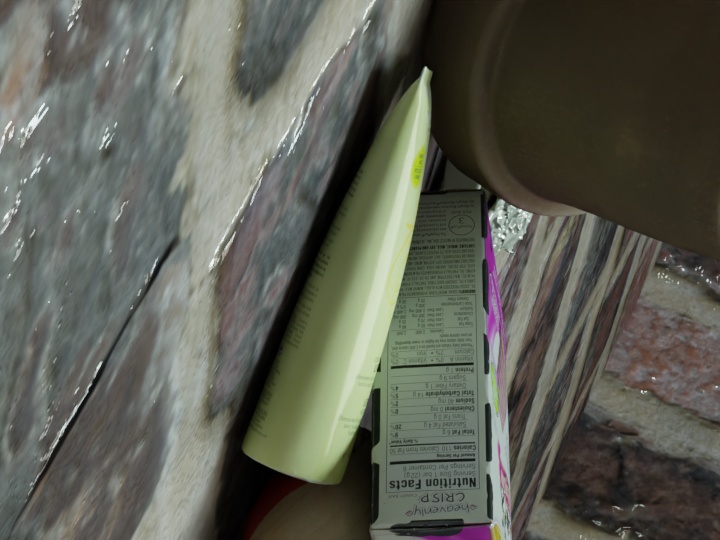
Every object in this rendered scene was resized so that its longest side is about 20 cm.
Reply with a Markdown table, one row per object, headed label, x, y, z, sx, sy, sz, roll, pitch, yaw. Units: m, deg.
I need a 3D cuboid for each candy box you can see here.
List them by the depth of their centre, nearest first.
| label | x | y | z | sx | sy | sz | roll | pitch | yaw |
| --- | --- | --- | --- | --- | --- | --- | --- | --- | --- |
| candy box | 0.042 | 0.078 | 1.156 | 0.136 | 0.061 | 0.200 | 78 | 11 | -53 |

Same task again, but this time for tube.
| label | x | y | z | sx | sy | sz | roll | pitch | yaw |
| --- | --- | --- | --- | --- | --- | --- | --- | --- | --- |
| tube | 0.000 | 0.000 | 1.084 | 0.052 | 0.058 | 0.200 | 16 | 94 | -39 |

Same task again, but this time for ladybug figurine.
| label | x | y | z | sx | sy | sz | roll | pitch | yaw |
| --- | --- | --- | --- | --- | --- | --- | --- | --- | --- |
| ladybug figurine | -0.017 | 0.150 | 1.182 | 0.200 | 0.072 | 0.136 | -27 | 113 | -82 |

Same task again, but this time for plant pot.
| label | x | y | z | sx | sy | sz | roll | pitch | yaw |
| --- | --- | --- | --- | --- | --- | --- | --- | --- | --- |
| plant pot | 0.156 | -0.088 | 1.118 | 0.200 | 0.175 | 0.200 | -23 | 134 | -26 |

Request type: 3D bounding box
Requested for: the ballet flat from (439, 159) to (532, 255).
| label | x | y | z | sx | sy | sz | roll | pitch | yaw |
| --- | --- | --- | --- | --- | --- | --- | --- | --- | --- |
| ballet flat | 0.089 | -0.092 | 1.291 | 0.072 | 0.072 | 0.200 | -44 | 155 | -65 |
